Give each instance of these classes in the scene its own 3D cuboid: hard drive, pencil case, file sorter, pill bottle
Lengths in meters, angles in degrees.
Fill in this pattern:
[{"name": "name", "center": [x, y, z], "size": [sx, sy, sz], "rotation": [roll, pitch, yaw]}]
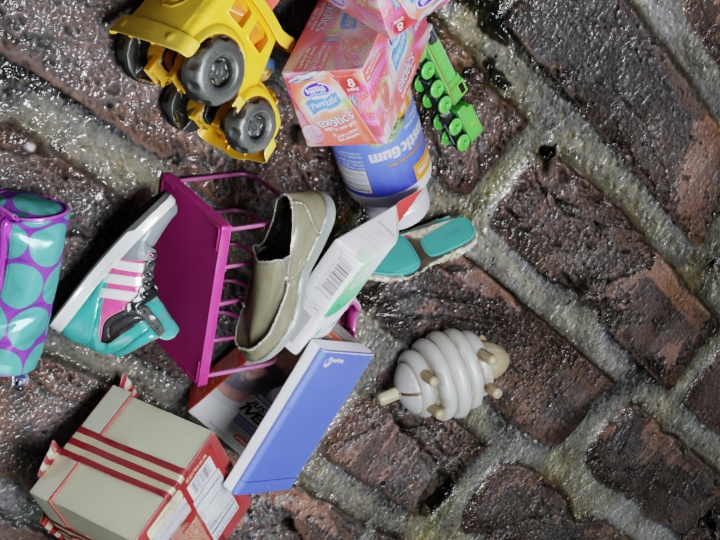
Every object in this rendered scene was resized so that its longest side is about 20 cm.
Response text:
[{"name": "hard drive", "center": [-0.071, 0.173, 1.584], "size": [0.201, 0.025, 0.132], "rotation": [-58, 154, 11]}, {"name": "pencil case", "center": [-0.367, 0.016, 1.429], "size": [0.092, 0.085, 0.201], "rotation": [-29, 139, -62]}, {"name": "file sorter", "center": [-0.155, 0.003, 1.554], "size": [0.125, 0.139, 0.201], "rotation": [-9, 123, -36]}, {"name": "pill bottle", "center": [0.024, -0.147, 1.617], "size": [0.112, 0.112, 0.201], "rotation": [-35, 133, -16]}]

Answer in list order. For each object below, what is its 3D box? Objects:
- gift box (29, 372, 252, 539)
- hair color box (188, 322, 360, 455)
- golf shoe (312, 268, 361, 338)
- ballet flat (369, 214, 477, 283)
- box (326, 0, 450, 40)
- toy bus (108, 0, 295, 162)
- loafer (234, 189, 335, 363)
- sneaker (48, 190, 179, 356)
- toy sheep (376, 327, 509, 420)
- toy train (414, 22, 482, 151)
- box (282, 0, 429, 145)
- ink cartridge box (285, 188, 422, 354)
[{"name": "gift box", "center": [-0.260, 0.246, 1.572], "size": [0.185, 0.186, 0.201], "rotation": [-52, 144, -32]}, {"name": "hair color box", "center": [-0.105, 0.132, 1.669], "size": [0.200, 0.064, 0.111], "rotation": [-42, 112, 13]}, {"name": "golf shoe", "center": [-0.053, 0.097, 1.732], "size": [0.075, 0.091, 0.201], "rotation": [-9, 124, -37]}, {"name": "ballet flat", "center": [0.065, -0.019, 1.771], "size": [0.199, 0.076, 0.064], "rotation": [-14, 159, -26]}, {"name": "box", "center": [0.002, -0.335, 1.413], "size": [0.102, 0.200, 0.095], "rotation": [-35, 134, -15]}, {"name": "toy bus", "center": [-0.138, -0.242, 1.430], "size": [0.193, 0.135, 0.200], "rotation": [-56, 140, -17]}, {"name": "loafer", "center": [-0.096, 0.001, 1.459], "size": [0.069, 0.075, 0.201], "rotation": [19, 92, -44]}, {"name": "sneaker", "center": [-0.241, 0.019, 1.503], "size": [0.121, 0.084, 0.200], "rotation": [39, 98, -14]}, {"name": "toy sheep", "center": [0.115, 0.147, 1.872], "size": [0.199, 0.138, 0.139], "rotation": [-14, 126, -19]}, {"name": "toy train", "center": [0.102, -0.228, 1.681], "size": [0.056, 0.042, 0.200], "rotation": [-48, 137, -16]}, {"name": "box", "center": [-0.001, -0.238, 1.471], "size": [0.201, 0.094, 0.103], "rotation": [-68, 149, -42]}, {"name": "ink cartridge box", "center": [0.000, 0.000, 1.561], "size": [0.200, 0.050, 0.161], "rotation": [-29, 160, -52]}]
